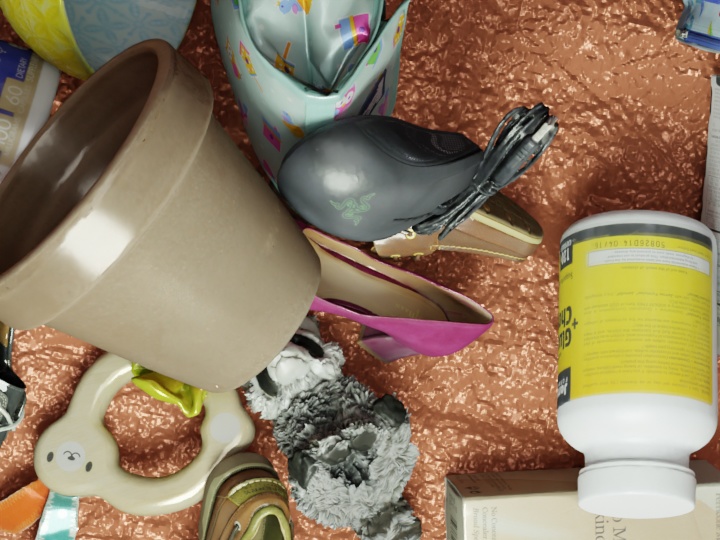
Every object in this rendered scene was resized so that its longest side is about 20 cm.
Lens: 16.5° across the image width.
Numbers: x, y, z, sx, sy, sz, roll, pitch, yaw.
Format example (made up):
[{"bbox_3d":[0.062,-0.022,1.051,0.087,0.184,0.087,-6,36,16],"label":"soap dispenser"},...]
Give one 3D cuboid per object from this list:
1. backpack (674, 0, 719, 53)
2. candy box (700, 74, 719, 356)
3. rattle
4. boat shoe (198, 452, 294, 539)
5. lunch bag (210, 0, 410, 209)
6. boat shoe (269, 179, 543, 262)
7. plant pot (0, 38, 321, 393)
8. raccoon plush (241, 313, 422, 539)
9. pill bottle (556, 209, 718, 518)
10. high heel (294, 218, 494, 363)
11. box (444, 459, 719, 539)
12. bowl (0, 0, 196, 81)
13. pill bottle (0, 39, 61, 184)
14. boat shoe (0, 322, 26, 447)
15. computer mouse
[{"bbox_3d":[0.305,-0.215,1.694,0.183,0.200,0.147,-2,97,-9],"label":"backpack"},{"bbox_3d":[0.333,-0.036,1.780,0.168,0.072,0.200,1,97,-15],"label":"candy box"},{"bbox_3d":[-0.177,0.123,1.696,0.200,0.143,0.130,-27,93,-2],"label":"rattle"},{"bbox_3d":[-0.083,0.227,1.729,0.072,0.068,0.200,-11,124,-19],"label":"boat shoe"},{"bbox_3d":[-0.033,-0.154,1.633,0.122,0.170,0.200,-6,64,-8],"label":"lunch bag"},{"bbox_3d":[0.029,-0.042,1.747,0.200,0.072,0.068,18,110,-12],"label":"boat shoe"},{"bbox_3d":[-0.122,-0.018,1.555,0.175,0.200,0.200,37,91,-22],"label":"plant pot"},{"bbox_3d":[-0.030,0.129,1.768,0.097,0.134,0.200,-21,133,-20],"label":"raccoon plush"},{"bbox_3d":[0.193,0.066,1.727,0.112,0.112,0.200,5,72,-9],"label":"pill bottle"},{"bbox_3d":[0.000,0.000,1.701,0.200,0.096,0.067,32,52,-40],"label":"high heel"},{"bbox_3d":[0.165,0.193,1.788,0.200,0.078,0.095,-4,98,-8],"label":"box"},{"bbox_3d":[-0.195,-0.223,1.649,0.108,0.200,0.200,7,97,23],"label":"bowl"},{"bbox_3d":[-0.311,-0.115,1.659,0.200,0.120,0.120,17,94,-10],"label":"pill bottle"},{"bbox_3d":[-0.265,0.093,1.710,0.068,0.072,0.200,1,96,14],"label":"boat shoe"},{"bbox_3d":[0.034,-0.055,1.603,0.138,0.200,0.053,-44,60,34],"label":"computer mouse"}]
